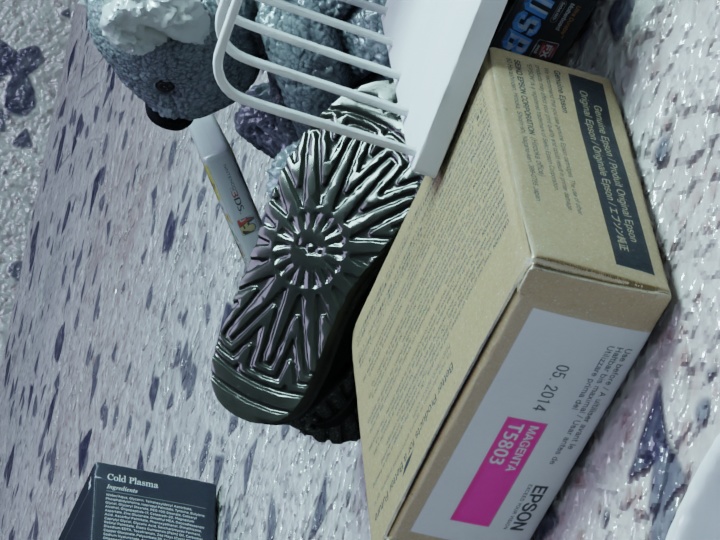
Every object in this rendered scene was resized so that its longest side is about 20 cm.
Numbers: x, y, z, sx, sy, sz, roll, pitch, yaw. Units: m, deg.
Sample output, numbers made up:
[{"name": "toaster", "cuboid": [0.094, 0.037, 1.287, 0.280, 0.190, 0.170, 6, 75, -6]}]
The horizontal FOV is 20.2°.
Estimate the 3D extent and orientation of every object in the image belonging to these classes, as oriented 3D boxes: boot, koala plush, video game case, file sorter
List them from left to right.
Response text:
[{"name": "koala plush", "cuboid": [-0.076, -0.147, 1.236, 0.178, 0.198, 0.185, -118, 45, -66]}, {"name": "video game case", "cuboid": [-0.081, -0.032, 1.420, 0.200, 0.023, 0.183, -118, 6, -67]}, {"name": "file sorter", "cuboid": [-0.002, -0.168, 1.028, 0.200, 0.124, 0.140, -97, 27, -61]}, {"name": "boot", "cuboid": [-0.002, -0.001, 1.153, 0.212, 0.079, 0.158, -60, -20, 5]}]

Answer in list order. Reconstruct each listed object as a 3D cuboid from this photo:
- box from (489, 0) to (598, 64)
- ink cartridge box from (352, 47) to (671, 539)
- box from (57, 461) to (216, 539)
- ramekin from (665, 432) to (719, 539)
[{"name": "box", "cuboid": [0.094, -0.207, 1.093, 0.201, 0.049, 0.200, 118, 156, -48]}, {"name": "ink cartridge box", "cuboid": [0.065, 0.023, 0.977, 0.165, 0.074, 0.201, -97, 26, -48]}, {"name": "box", "cuboid": [-0.190, 0.285, 1.589, 0.200, 0.103, 0.183, 121, 154, -47]}, {"name": "ramekin", "cuboid": [0.158, 0.126, 0.551, 0.200, 0.097, 0.202, -167, 90, -73]}]
